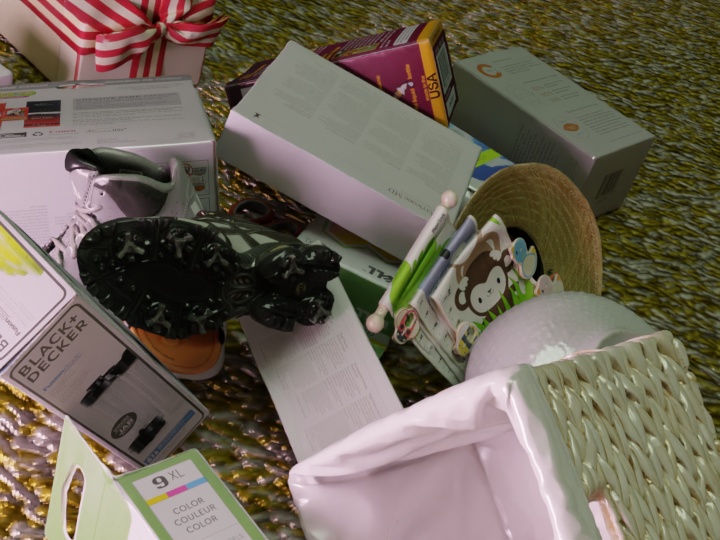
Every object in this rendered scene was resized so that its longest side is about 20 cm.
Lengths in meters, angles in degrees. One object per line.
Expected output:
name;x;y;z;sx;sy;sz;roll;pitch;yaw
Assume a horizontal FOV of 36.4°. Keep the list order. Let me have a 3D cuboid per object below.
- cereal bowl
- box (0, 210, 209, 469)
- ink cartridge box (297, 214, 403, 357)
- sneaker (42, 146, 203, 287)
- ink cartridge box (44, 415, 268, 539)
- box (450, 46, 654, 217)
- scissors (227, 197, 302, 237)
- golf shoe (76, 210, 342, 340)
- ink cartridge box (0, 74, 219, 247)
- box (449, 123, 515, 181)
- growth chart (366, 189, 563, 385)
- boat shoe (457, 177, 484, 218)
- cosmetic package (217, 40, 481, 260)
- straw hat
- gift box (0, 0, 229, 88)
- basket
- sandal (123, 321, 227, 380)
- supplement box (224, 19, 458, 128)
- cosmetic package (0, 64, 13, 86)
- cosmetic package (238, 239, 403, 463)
cereal bowl;0.178;0.101;0.796;0.198;0.083;0.202;17;56;-26
box;-0.181;0.044;0.677;0.060;0.200;0.116;-45;61;-9
ink cartridge box;0.000;0.000;0.922;0.103;0.060;0.200;26;35;9
sneaker;-0.208;-0.028;0.778;0.198;0.116;0.075;-25;40;-12
ink cartridge box;-0.099;0.175;0.614;0.059;0.105;0.200;-17;48;-40
box;0.195;-0.147;1.197;0.124;0.098;0.200;-20;51;-42
scissors;-0.140;-0.028;0.949;0.199;0.014;0.073;-15;47;-40
golf shoe;-0.110;-0.001;0.739;0.199;0.079;0.094;11;12;-42
ink cartridge box;-0.223;-0.092;0.891;0.197;0.085;0.176;-5;28;-12
box;0.085;-0.100;1.125;0.199;0.048;0.121;35;38;23
growth chart;0.096;0.032;0.842;0.200;0.146;0.018;41;-22;-34
boat shoe;0.057;-0.068;1.030;0.198;0.074;0.065;20;5;24
cosmetic package;-0.005;-0.100;0.923;0.199;0.052;0.151;29;34;-1
straw hat;0.112;0.012;0.917;0.199;0.204;0.085;-11;10;-36
gift box;-0.252;-0.289;1.097;0.184;0.201;0.186;-24;54;-39
basket;0.095;0.160;0.601;0.160;0.199;0.200;-10;75;-44
sandal;-0.143;-0.003;0.865;0.078;0.060;0.208;6;41;-13
supplement box;-0.014;-0.168;1.043;0.197;0.087;0.111;-10;19;14
cosmetic package;-0.409;-0.144;0.929;0.101;0.072;0.199;37;39;24
cosmetic package;-0.023;0.078;0.783;0.082;0.051;0.201;-28;53;2
